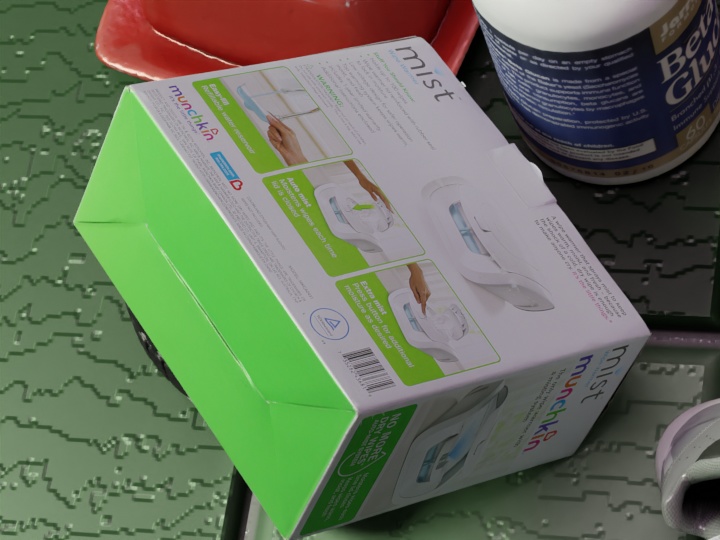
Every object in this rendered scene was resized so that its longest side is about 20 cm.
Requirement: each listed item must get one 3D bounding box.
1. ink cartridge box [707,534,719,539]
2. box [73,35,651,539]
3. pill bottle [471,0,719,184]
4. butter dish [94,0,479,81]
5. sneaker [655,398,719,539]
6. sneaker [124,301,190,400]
[{"bbox_3d":[0.184,0.141,1.118,0.200,0.109,0.050,-25,58,26],"label":"ink cartridge box"},{"bbox_3d":[0.000,0.000,1.231,0.176,0.097,0.200,-14,55,-38],"label":"box"},{"bbox_3d":[0.108,-0.132,1.263,0.111,0.200,0.111,-6,62,12],"label":"pill bottle"},{"bbox_3d":[-0.032,-0.192,1.362,0.200,0.148,0.200,16,68,22],"label":"butter dish"},{"bbox_3d":[0.222,0.086,1.163,0.200,0.115,0.075,-15,98,14],"label":"sneaker"},{"bbox_3d":[-0.054,0.028,1.308,0.081,0.074,0.200,-30,62,-18],"label":"sneaker"}]
